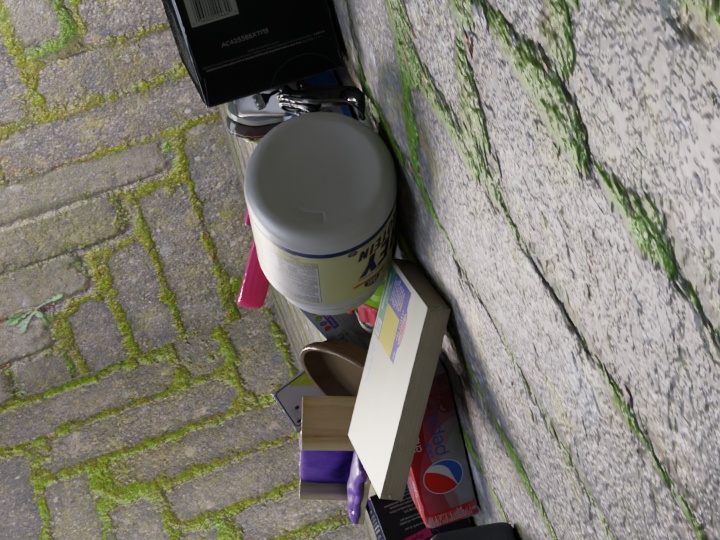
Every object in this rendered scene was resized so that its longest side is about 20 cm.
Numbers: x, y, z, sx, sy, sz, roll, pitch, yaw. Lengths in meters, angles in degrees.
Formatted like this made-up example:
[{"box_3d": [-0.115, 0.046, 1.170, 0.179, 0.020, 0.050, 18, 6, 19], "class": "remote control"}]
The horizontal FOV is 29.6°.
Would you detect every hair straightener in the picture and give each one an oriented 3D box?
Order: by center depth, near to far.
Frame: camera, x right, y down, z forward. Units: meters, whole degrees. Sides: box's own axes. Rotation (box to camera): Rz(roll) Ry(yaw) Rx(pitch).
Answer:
[{"box_3d": [-0.068, -0.163, 1.356, 0.199, 0.077, 0.041, 16, 120, 48], "class": "hair straightener"}]

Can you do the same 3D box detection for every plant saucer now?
[{"box_3d": [0.017, 0.145, 1.576, 0.199, 0.030, 0.200, 33, 158, 15], "class": "plant saucer"}]

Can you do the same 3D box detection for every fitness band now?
[{"box_3d": [-0.113, -0.049, 1.562, 0.144, 0.037, 0.201, -88, 10, -45], "class": "fitness band"}]

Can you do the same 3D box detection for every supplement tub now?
[{"box_3d": [-0.035, -0.049, 1.343, 0.200, 0.144, 0.146, 86, 163, -67], "class": "supplement tub"}]

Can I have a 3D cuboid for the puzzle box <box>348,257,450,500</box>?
[{"box_3d": [0.035, 0.103, 1.325, 0.133, 0.025, 0.201, -122, 43, -65], "class": "puzzle box"}]

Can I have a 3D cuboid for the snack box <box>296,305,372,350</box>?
[{"box_3d": [-0.022, 0.052, 1.647, 0.200, 0.053, 0.142, 50, -172, -35], "class": "snack box"}]

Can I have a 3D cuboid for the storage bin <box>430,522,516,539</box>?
[{"box_3d": [0.110, 0.339, 1.343, 0.200, 0.144, 0.135, 84, 175, -63], "class": "storage bin"}]

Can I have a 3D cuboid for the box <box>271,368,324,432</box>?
[{"box_3d": [-0.032, 0.154, 1.783, 0.060, 0.116, 0.200, 55, -174, 11], "class": "box"}]

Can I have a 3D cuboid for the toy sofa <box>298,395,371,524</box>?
[{"box_3d": [-0.031, 0.226, 1.598, 0.200, 0.082, 0.098, 97, 175, -64], "class": "toy sofa"}]

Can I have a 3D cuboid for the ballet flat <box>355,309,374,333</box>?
[{"box_3d": [0.000, 0.000, 1.574, 0.201, 0.068, 0.075, 64, -175, 30], "class": "ballet flat"}]

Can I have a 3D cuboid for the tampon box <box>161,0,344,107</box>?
[{"box_3d": [-0.120, -0.270, 1.395, 0.200, 0.149, 0.127, -123, 16, -64], "class": "tampon box"}]

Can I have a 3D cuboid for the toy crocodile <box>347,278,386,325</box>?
[{"box_3d": [-0.012, 0.015, 1.481, 0.199, 0.062, 0.068, 34, 157, 25], "class": "toy crocodile"}]

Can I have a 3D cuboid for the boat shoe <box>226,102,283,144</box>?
[{"box_3d": [-0.111, -0.181, 1.612, 0.061, 0.072, 0.202, -67, -8, 22], "class": "boat shoe"}]

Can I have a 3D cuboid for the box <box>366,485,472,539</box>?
[{"box_3d": [0.088, 0.348, 1.606, 0.122, 0.105, 0.201, 100, 151, -76], "class": "box"}]

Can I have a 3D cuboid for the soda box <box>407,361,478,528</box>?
[{"box_3d": [0.072, 0.178, 1.459, 0.070, 0.063, 0.201, -120, 13, -57], "class": "soda box"}]

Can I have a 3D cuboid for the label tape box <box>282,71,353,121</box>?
[{"box_3d": [-0.040, -0.127, 1.509, 0.200, 0.063, 0.145, 82, 168, -57], "class": "label tape box"}]
